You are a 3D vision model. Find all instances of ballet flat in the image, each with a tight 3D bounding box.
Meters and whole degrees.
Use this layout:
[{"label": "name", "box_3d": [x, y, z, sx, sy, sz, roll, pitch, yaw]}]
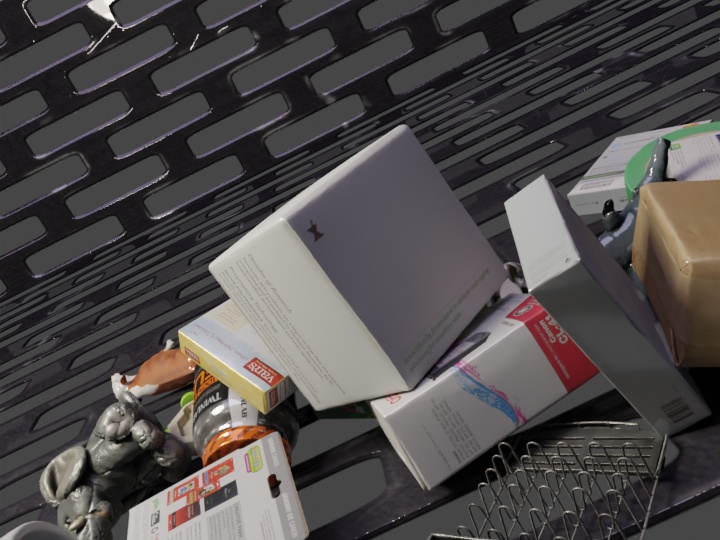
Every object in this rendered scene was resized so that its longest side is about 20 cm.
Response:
[{"label": "ballet flat", "box_3d": [0.191, 0.030, 0.890, 0.068, 0.069, 0.200, -26, 19, 9]}]

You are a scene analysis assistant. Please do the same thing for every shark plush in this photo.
[{"label": "shark plush", "box_3d": [0.302, -0.050, 0.820, 0.200, 0.083, 0.091, -61, 22, 16]}]

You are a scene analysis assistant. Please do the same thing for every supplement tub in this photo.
[{"label": "supplement tub", "box_3d": [-0.137, 0.153, 0.874, 0.122, 0.123, 0.200, -24, 38, 8]}]

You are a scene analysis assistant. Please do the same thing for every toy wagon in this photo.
[{"label": "toy wagon", "box_3d": [-0.211, 0.204, 1.014, 0.200, 0.040, 0.155, -32, 20, -12]}]

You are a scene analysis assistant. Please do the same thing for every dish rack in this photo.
[{"label": "dish rack", "box_3d": [0.156, 0.179, 0.581, 0.153, 0.055, 0.200, -9, 26, 38]}]

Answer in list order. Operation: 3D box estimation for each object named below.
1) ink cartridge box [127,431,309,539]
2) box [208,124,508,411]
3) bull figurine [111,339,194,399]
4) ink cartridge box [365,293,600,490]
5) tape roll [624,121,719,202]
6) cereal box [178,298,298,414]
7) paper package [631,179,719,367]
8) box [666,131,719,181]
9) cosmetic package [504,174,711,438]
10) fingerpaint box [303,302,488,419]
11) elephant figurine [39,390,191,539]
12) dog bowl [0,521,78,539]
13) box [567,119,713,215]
[{"label": "ink cartridge box", "box_3d": [-0.122, 0.263, 0.682, 0.175, 0.084, 0.200, -29, 20, -5]}, {"label": "box", "box_3d": [0.000, 0.000, 0.755, 0.199, 0.200, 0.171, -42, 9, -37]}, {"label": "bull figurine", "box_3d": [-0.318, 0.160, 1.217, 0.200, 0.065, 0.121, -16, 25, 26]}, {"label": "ink cartridge box", "box_3d": [0.112, 0.108, 0.717, 0.200, 0.086, 0.148, -31, 4, -7]}, {"label": "tape roll", "box_3d": [0.435, -0.116, 0.912, 0.200, 0.048, 0.201, -16, 34, 11]}, {"label": "cereal box", "box_3d": [-0.090, 0.067, 0.858, 0.144, 0.040, 0.200, 29, 44, 30]}, {"label": "paper package", "box_3d": [0.356, -0.004, 0.632, 0.199, 0.104, 0.191, -1, 26, 10]}, {"label": "box", "box_3d": [0.456, -0.117, 0.826, 0.200, 0.036, 0.144, -11, 35, 21]}, {"label": "cosmetic package", "box_3d": [0.211, 0.028, 0.640, 0.052, 0.200, 0.151, -36, 23, 24]}, {"label": "fingerpaint box", "box_3d": [0.044, 0.094, 0.910, 0.167, 0.073, 0.200, -11, 25, 40]}, {"label": "elephant figurine", "box_3d": [-0.317, 0.262, 0.887, 0.200, 0.141, 0.155, -51, -6, -10]}, {"label": "dog bowl", "box_3d": [-0.243, 0.302, 0.564, 0.079, 0.200, 0.200, -32, 20, -7]}, {"label": "box", "box_3d": [0.423, -0.154, 1.098, 0.156, 0.041, 0.200, -5, 31, 45]}]
